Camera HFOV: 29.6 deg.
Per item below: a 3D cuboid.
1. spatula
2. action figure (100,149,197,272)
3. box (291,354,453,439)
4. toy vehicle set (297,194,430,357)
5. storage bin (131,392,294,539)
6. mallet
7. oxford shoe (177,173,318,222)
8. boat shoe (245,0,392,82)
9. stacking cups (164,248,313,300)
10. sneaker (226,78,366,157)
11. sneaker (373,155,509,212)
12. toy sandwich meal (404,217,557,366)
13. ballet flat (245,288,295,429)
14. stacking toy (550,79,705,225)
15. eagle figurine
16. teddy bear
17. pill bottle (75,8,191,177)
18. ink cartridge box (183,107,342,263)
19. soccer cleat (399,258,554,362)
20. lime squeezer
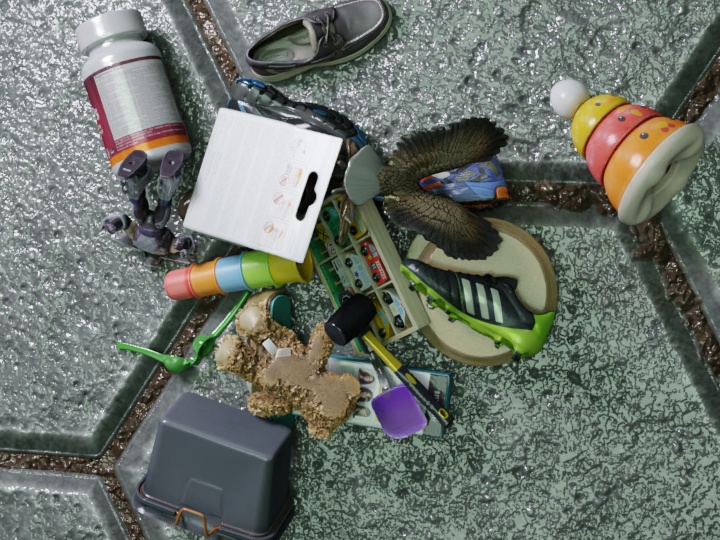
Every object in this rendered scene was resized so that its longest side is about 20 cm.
[{"bbox_3d":[0.019,0.117,1.718,0.056,0.021,0.201,-27,79,10],"label":"spatula"},{"bbox_3d":[-0.272,-0.067,1.759,0.129,0.070,0.201,9,137,1],"label":"action figure"},{"bbox_3d":[0.016,0.159,1.755,0.198,0.049,0.083,8,93,11],"label":"box"},{"bbox_3d":[0.000,0.000,1.732,0.124,0.026,0.201,-30,84,46],"label":"toy vehicle set"},{"bbox_3d":[-0.183,0.252,1.728,0.199,0.146,0.135,17,118,12],"label":"storage bin"},{"bbox_3d":[0.035,0.122,1.681,0.066,0.041,0.200,-34,82,-27],"label":"mallet"},{"bbox_3d":[-0.150,-0.097,1.765,0.198,0.084,0.073,-11,91,13],"label":"oxford shoe"},{"bbox_3d":[-0.056,-0.299,1.749,0.199,0.065,0.072,-19,86,10],"label":"boat shoe"},{"bbox_3d":[-0.162,0.000,1.776,0.199,0.060,0.061,-8,90,23],"label":"stacking cups"},{"bbox_3d":[-0.085,-0.181,1.763,0.199,0.073,0.082,24,106,18],"label":"sneaker"},{"bbox_3d":[0.089,-0.115,1.731,0.198,0.075,0.079,-1,78,6],"label":"sneaker"},{"bbox_3d":[0.149,0.025,1.719,0.203,0.070,0.207,0,93,8],"label":"toy sandwich meal"},{"bbox_3d":[-0.120,0.125,1.784,0.063,0.068,0.202,0,89,39],"label":"ballet flat"},{"bbox_3d":[0.306,-0.165,1.664,0.200,0.146,0.146,42,99,23],"label":"stacking toy"},{"bbox_3d":[0.074,-0.105,1.628,0.198,0.152,0.152,7,50,12],"label":"eagle figurine"},{"bbox_3d":[-0.090,0.125,1.719,0.199,0.067,0.146,17,78,8],"label":"teddy bear"},{"bbox_3d":[-0.300,-0.230,1.778,0.109,0.110,0.201,-19,87,11],"label":"pill bottle"},{"bbox_3d":[-0.114,-0.103,1.680,0.199,0.047,0.161,17,88,33],"label":"ink cartridge box"},{"bbox_3d":[0.142,0.032,1.659,0.199,0.068,0.081,32,80,4],"label":"soccer cleat"},{"bbox_3d":[-0.227,0.095,1.816,0.199,0.038,0.071,-22,56,12],"label":"lime squeezer"}]
